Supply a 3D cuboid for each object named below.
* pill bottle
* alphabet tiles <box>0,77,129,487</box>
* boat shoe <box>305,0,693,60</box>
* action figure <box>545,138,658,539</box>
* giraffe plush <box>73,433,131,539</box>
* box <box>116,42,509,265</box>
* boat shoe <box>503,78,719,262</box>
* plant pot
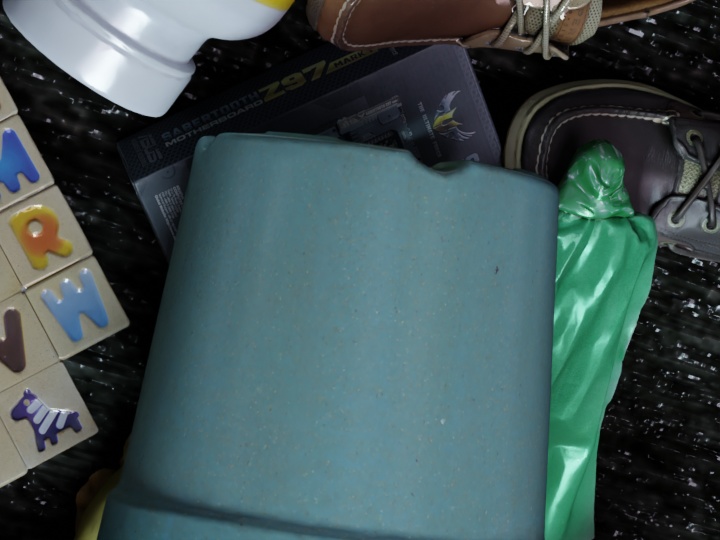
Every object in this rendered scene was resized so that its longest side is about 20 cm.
[{"bbox_3d":[-0.053,-0.164,0.965,0.112,0.112,0.200,31,105,-27],"label":"pill bottle"},{"bbox_3d":[-0.197,0.002,0.994,0.166,0.006,0.200,-28,86,-12],"label":"alphabet tiles"},{"bbox_3d":[0.072,-0.126,1.009,0.200,0.072,0.076,-20,150,-27],"label":"boat shoe"},{"bbox_3d":[0.079,0.031,1.071,0.118,0.055,0.200,4,123,-24],"label":"action figure"},{"bbox_3d":[-0.104,0.157,1.111,0.162,0.173,0.200,-39,86,-6],"label":"giraffe plush"},{"bbox_3d":[0.000,0.000,1.100,0.157,0.051,0.200,-25,120,-3],"label":"box"},{"bbox_3d":[0.157,-0.042,1.100,0.199,0.065,0.073,7,95,-33],"label":"boat shoe"},{"bbox_3d":[-0.005,0.052,0.973,0.200,0.200,0.197,8,88,-20],"label":"plant pot"}]
